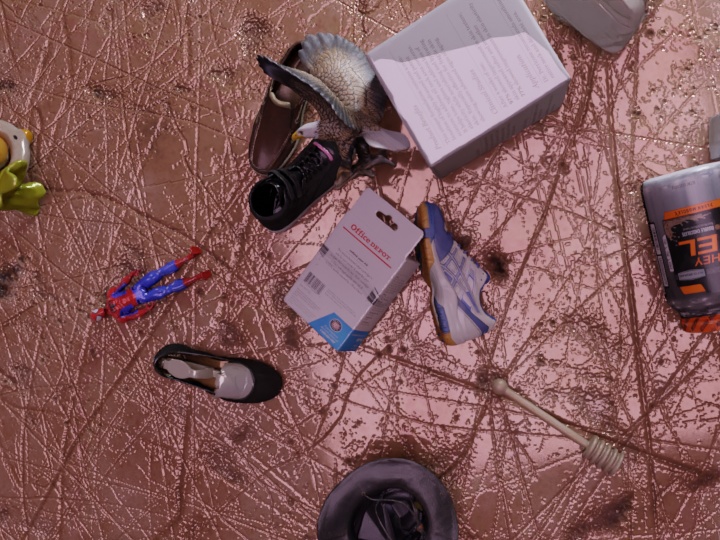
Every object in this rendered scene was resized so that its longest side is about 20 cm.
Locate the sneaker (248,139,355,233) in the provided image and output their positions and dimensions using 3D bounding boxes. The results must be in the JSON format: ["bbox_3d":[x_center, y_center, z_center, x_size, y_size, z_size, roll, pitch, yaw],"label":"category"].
[{"bbox_3d":[-0.080,-0.135,1.104,0.071,0.099,0.200,43,98,9],"label":"sneaker"}]

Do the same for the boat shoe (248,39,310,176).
[{"bbox_3d":[-0.115,-0.234,1.118,0.074,0.075,0.204,23,96,10],"label":"boat shoe"}]

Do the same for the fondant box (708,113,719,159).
[{"bbox_3d":[0.546,-0.174,0.954,0.198,0.144,0.059,-3,92,11],"label":"fondant box"}]

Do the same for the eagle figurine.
[{"bbox_3d":[-0.036,-0.214,1.030,0.150,0.152,0.202,-21,105,-8],"label":"eagle figurine"}]

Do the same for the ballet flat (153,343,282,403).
[{"bbox_3d":[-0.217,0.158,1.157,0.198,0.068,0.069,10,94,10],"label":"ballet flat"}]

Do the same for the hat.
[{"bbox_3d":[0.037,0.354,1.110,0.199,0.081,0.203,0,91,3],"label":"hat"}]

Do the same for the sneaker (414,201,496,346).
[{"bbox_3d":[0.131,-0.001,1.091,0.087,0.075,0.202,-14,91,-6],"label":"sneaker"}]

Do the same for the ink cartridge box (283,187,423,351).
[{"bbox_3d":[0.000,0.000,1.097,0.116,0.068,0.201,41,100,21],"label":"ink cartridge box"}]

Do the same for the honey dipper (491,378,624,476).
[{"bbox_3d":[0.266,0.212,1.081,0.199,0.038,0.038,32,98,11],"label":"honey dipper"}]

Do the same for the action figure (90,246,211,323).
[{"bbox_3d":[-0.325,0.030,1.186,0.199,0.052,0.066,-27,91,13],"label":"action figure"}]

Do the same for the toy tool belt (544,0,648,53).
[{"bbox_3d":[0.299,-0.390,1.024,0.200,0.125,0.123,40,68,4],"label":"toy tool belt"}]

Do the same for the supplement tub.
[{"bbox_3d":[0.436,-0.030,0.993,0.121,0.122,0.202,-14,90,11],"label":"supplement tub"}]

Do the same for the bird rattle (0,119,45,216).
[{"bbox_3d":[-0.587,-0.156,1.208,0.198,0.113,0.165,8,71,5],"label":"bird rattle"}]

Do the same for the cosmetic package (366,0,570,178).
[{"bbox_3d":[0.141,-0.247,1.021,0.199,0.166,0.168,-30,86,10],"label":"cosmetic package"}]
